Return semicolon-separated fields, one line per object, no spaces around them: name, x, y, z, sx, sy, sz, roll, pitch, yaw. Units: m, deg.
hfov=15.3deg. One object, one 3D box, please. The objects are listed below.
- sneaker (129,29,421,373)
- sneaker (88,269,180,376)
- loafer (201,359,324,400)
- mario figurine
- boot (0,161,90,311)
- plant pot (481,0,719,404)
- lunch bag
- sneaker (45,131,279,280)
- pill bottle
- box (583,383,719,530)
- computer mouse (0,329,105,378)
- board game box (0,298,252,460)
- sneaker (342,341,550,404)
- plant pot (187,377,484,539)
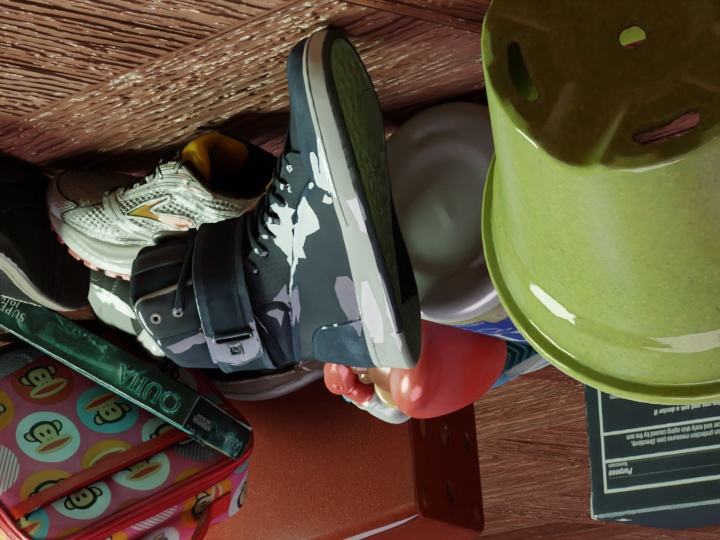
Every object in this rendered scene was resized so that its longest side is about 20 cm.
sneaker;-0.055;-0.028;1.362;0.145;0.077;0.203;-2;127;13
sneaker;-0.137;0.018;1.758;0.079;0.074;0.200;28;174;4
loafer;-0.041;0.036;1.850;0.199;0.074;0.071;-15;153;25
mario figurine;-0.008;0.020;1.573;0.199;0.107;0.124;19;168;9
boot;-0.259;-0.017;1.531;0.150;0.074;0.200;-10;161;25
plant pot;0.135;-0.066;1.197;0.199;0.202;0.184;-5;156;12
lunch bag;-0.176;0.137;1.813;0.199;0.176;0.082;-24;145;-31
sneaker;-0.090;-0.043;1.486;0.199;0.083;0.078;5;-151;31
pill bottle;0.100;-0.018;1.503;0.119;0.121;0.199;-12;165;34
box;0.246;0.051;1.655;0.199;0.200;0.123;-10;165;31
computer mouse;-0.229;0.067;1.976;0.199;0.053;0.138;6;173;23
board game box;-0.173;0.058;1.749;0.199;0.028;0.135;28;175;18
sneaker;0.078;0.049;1.757;0.199;0.077;0.081;-19;164;-10
plant pot;-0.016;0.134;1.969;0.175;0.201;0.200;-10;165;21
